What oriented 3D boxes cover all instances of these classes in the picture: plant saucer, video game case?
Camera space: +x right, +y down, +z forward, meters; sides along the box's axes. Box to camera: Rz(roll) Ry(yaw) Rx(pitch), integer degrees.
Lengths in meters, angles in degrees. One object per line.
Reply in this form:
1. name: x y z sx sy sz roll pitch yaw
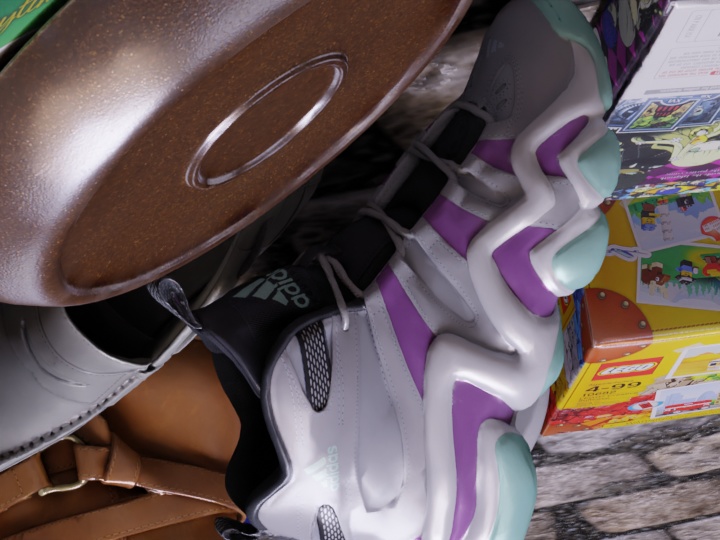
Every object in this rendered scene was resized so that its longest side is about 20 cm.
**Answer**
1. plant saucer: -0.034 -0.051 0.646 0.200 0.032 0.200 -37 168 -9
2. video game case: 0.176 -0.076 0.819 0.200 0.036 0.181 -6 162 -10

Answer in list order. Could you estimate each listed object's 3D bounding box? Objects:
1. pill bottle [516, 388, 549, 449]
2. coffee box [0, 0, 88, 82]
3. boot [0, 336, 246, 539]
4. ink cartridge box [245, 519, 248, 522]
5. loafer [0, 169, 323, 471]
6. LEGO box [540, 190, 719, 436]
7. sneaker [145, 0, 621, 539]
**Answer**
1. pill bottle: 0.013 0.043 0.916 0.111 0.112 0.200 -7 177 -7
2. coffee box: -0.084 -0.070 0.603 0.123 0.044 0.200 -33 167 -21
3. boot: -0.142 0.067 0.903 0.200 0.155 0.077 -6 170 -13
4. ink cartridge box: -0.140 0.106 1.169 0.136 0.076 0.200 -16 163 20
5. loafer: -0.095 0.010 0.811 0.200 0.070 0.070 -44 -172 23
6. LEGO box: 0.179 0.006 1.008 0.200 0.077 0.149 -7 163 -6
7. sneaker: 0.000 0.000 0.751 0.140 0.200 0.078 8 -175 -22
